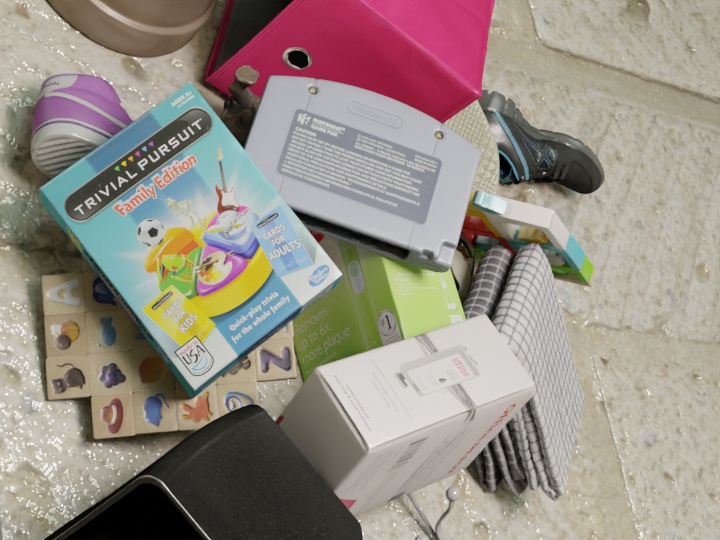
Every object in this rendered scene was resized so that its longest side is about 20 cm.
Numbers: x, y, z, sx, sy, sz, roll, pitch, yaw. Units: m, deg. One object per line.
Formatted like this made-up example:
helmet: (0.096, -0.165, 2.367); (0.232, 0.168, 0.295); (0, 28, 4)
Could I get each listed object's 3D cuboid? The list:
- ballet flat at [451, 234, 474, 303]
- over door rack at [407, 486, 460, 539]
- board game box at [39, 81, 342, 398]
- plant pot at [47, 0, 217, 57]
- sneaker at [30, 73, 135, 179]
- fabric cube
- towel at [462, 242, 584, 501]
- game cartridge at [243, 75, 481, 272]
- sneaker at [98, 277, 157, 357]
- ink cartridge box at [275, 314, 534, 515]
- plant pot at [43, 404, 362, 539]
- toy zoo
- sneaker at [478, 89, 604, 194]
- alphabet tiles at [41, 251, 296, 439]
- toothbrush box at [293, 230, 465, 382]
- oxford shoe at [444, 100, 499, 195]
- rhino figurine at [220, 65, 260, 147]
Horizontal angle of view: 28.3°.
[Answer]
ballet flat: (0.078, 0.047, 1.402); (0.067, 0.064, 0.201); (29, 49, -27)
over door rack: (0.019, 0.223, 1.239); (0.200, 0.066, 0.148); (51, 42, -7)
board game box: (-0.135, -0.025, 1.136); (0.151, 0.047, 0.200); (-38, 85, -15)
plant pot: (-0.183, -0.324, 1.306); (0.199, 0.173, 0.202); (23, 52, -33)
sneaker: (-0.194, -0.104, 1.240); (0.200, 0.072, 0.115); (35, 30, -35)
fabric cube: (-0.006, -0.244, 1.404); (0.199, 0.196, 0.201); (34, 46, -25)
towel: (0.150, 0.099, 1.381); (0.166, 0.085, 0.201); (-65, 142, -51)
game cartridge: (-0.001, -0.089, 1.225); (0.198, 0.042, 0.134); (19, 61, -4)
sneaker: (-0.124, 0.018, 1.207); (0.200, 0.067, 0.109); (-17, 78, -26)
ink cartridge box: (0.026, 0.128, 1.177); (0.199, 0.147, 0.083); (-15, 61, -42)
plant pot: (-0.109, 0.218, 1.042); (0.200, 0.199, 0.178); (50, 32, -6)
toy zoo: (0.148, -0.038, 1.417); (0.200, 0.130, 0.021); (41, 66, -59)
sneaker: (0.189, -0.125, 1.618); (0.199, 0.073, 0.083); (25, 67, -23)
alphabet tiles: (-0.153, 0.046, 1.144); (0.198, 0.006, 0.168); (-4, 78, -11)
toothbrush box: (0.000, 0.000, 1.298); (0.086, 0.145, 0.202); (2, 65, -41)
oxford shoe: (0.099, -0.150, 1.536); (0.075, 0.058, 0.202); (-19, 97, -24)
rhino figurine: (-0.042, -0.124, 1.355); (0.198, 0.087, 0.060); (18, 56, -18)
